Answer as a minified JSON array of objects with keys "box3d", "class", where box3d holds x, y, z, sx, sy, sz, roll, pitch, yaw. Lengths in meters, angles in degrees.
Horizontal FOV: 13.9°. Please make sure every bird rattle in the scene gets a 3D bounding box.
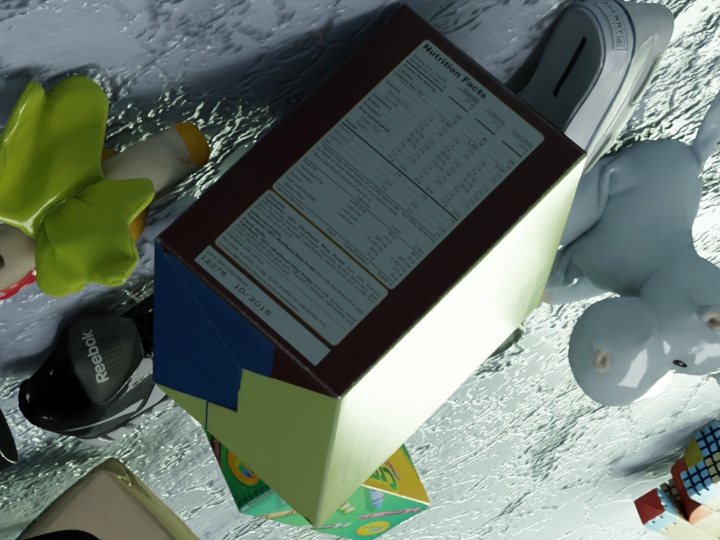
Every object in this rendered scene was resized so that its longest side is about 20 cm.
[{"box3d":[-0.161,-0.017,1.570,0.163,0.113,0.200,-28,169,-42],"class":"bird rattle"}]

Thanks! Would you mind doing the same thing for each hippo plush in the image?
[{"box3d":[0.188,0.010,1.918,0.199,0.161,0.159,-24,159,-2],"class":"hippo plush"}]

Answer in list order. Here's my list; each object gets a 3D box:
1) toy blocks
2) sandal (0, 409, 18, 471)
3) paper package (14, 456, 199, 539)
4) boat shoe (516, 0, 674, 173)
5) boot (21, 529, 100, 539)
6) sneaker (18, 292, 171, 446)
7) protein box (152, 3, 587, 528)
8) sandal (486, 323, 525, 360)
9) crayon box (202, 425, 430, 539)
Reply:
[{"box3d":[0.328,0.181,2.592,0.200,0.100,0.137,-33,146,21],"class":"toy blocks"},{"box3d":[-0.238,0.075,1.737,0.043,0.076,0.200,-26,169,6],"class":"sandal"},{"box3d":[-0.176,0.259,1.979,0.200,0.191,0.103,-45,-177,1],"class":"paper package"},{"box3d":[0.127,-0.085,1.748,0.066,0.074,0.200,-8,152,-31],"class":"boat shoe"},{"box3d":[-0.260,0.161,1.788,0.210,0.158,0.080,-17,147,-13],"class":"boot"},{"box3d":[-0.131,0.048,1.788,0.200,0.067,0.090,-34,160,28],"class":"sneaker"},{"box3d":[0.000,0.000,1.633,0.200,0.135,0.199,-44,165,-21],"class":"protein box"},{"box3d":[0.062,0.046,2.020,0.075,0.048,0.200,-34,158,23],"class":"sandal"},{"box3d":[-0.037,0.107,1.959,0.058,0.119,0.200,-31,158,16],"class":"crayon box"}]
